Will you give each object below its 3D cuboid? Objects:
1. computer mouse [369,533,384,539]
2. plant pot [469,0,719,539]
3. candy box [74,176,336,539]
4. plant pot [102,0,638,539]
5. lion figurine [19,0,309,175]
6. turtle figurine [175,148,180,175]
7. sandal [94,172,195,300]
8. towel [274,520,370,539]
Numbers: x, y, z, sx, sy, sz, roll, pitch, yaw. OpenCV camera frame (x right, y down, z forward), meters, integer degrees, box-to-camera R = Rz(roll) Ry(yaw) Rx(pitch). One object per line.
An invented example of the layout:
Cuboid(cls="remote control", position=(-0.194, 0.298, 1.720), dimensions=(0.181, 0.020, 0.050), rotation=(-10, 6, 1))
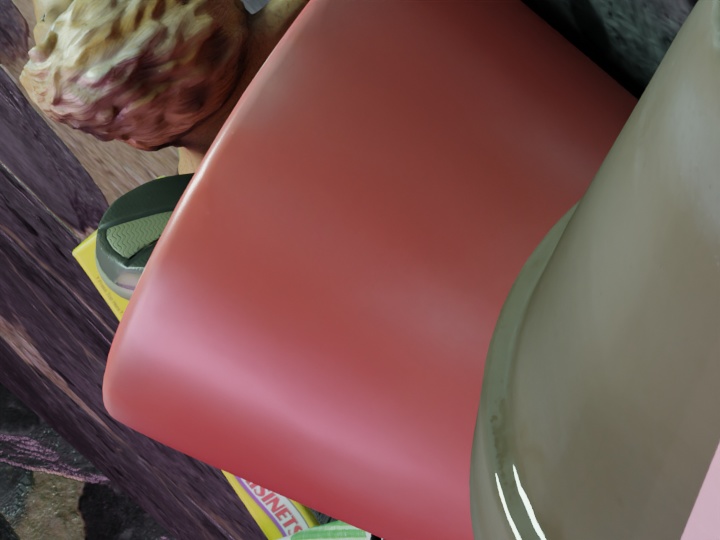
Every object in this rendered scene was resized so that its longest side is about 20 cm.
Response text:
Cuboid(cls="computer mouse", position=(0.042, 0.166, 1.017), dimensions=(0.053, 0.139, 0.200), rotation=(-14, 134, 24))
Cuboid(cls="plant pot", position=(0.127, 0.005, 0.623), dimensions=(0.200, 0.200, 0.174), rotation=(39, 150, 25))
Cuboid(cls="candy box", position=(-0.051, 0.056, 1.226), dimensions=(0.200, 0.026, 0.102), rotation=(56, -166, -6))
Cuboid(cls="plant pot", position=(0.039, 0.012, 0.910), dimensions=(0.177, 0.201, 0.200), rotation=(32, 167, 7))
Cuboid(cls="lion figurine", position=(-0.054, -0.066, 1.088), dimensions=(0.072, 0.123, 0.200), rotation=(36, 167, 35))
Cuboid(cls="turtle figurine", position=(-0.048, -0.045, 1.282), dimensions=(0.200, 0.064, 0.161), rotation=(30, 162, 50))
Cuboid(cls="sandal", position=(-0.001, -0.001, 1.059), dimensions=(0.080, 0.200, 0.058), rotation=(-86, -3, -55))
Cuboid(cls="towel", position=(-0.008, 0.182, 1.170), dimensions=(0.200, 0.023, 0.153), rotation=(-23, 93, 49))
